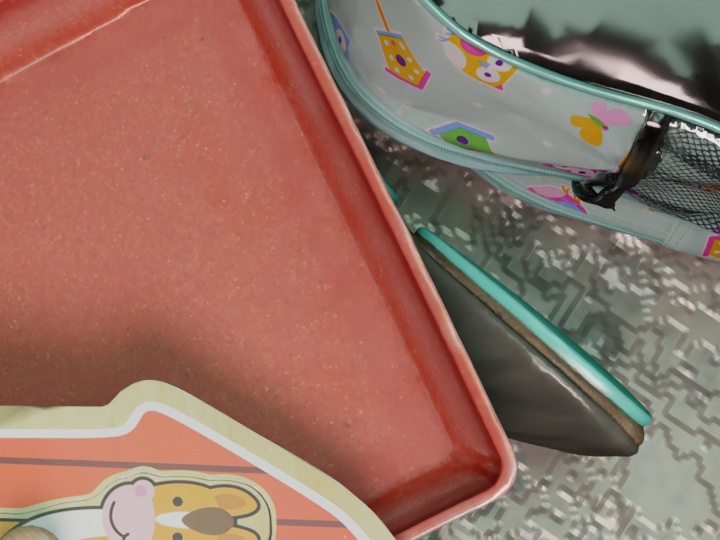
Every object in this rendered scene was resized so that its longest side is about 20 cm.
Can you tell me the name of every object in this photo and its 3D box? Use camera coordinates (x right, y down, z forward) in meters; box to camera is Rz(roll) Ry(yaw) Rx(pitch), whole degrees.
[{"bbox_3d":[0.084,-0.101,0.906,0.199,0.153,0.176,18,70,-15],"label":"backpack"},{"bbox_3d":[0.000,0.000,0.915,0.068,0.068,0.200,-44,75,3],"label":"ballet flat"},{"bbox_3d":[-0.080,0.017,0.879,0.199,0.037,0.200,-27,80,7],"label":"plant saucer"},{"bbox_3d":[-0.054,0.121,0.792,0.219,0.030,0.221,4,67,-10],"label":"knob puzzle"}]
